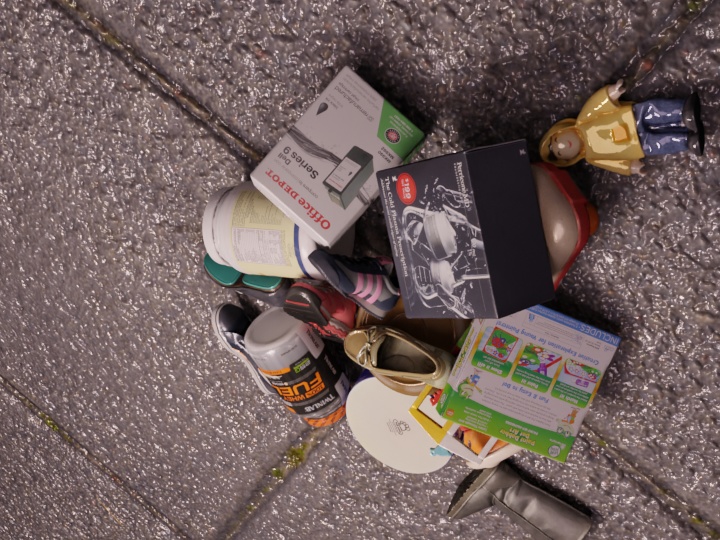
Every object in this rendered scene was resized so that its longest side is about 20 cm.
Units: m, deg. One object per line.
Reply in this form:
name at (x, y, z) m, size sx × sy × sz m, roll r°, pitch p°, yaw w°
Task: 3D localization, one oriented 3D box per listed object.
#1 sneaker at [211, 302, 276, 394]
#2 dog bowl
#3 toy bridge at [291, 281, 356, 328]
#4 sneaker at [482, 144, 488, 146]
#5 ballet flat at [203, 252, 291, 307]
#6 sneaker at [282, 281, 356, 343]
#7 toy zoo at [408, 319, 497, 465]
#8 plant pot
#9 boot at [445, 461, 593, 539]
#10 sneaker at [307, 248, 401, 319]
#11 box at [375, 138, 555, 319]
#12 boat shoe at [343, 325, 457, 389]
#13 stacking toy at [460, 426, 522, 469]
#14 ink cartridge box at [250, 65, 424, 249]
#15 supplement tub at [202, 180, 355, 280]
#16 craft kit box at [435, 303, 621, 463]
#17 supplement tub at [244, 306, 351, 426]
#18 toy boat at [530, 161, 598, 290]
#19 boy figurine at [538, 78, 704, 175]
sneaker at (-0.175, 0.131, 1.541) m, size 0.079 × 0.079 × 0.200 m, roll -12°, pitch 124°, yaw 40°
dog bowl at (0.079, 0.234, 1.460) m, size 0.199 × 0.079 × 0.201 m, roll 15°, pitch 126°, yaw 21°
toy bridge at (-0.081, 0.045, 1.463) m, size 0.200 × 0.027 × 0.067 m, roll 47°, pitch 133°, yaw -4°
sneaker at (0.160, -0.086, 1.226) m, size 0.080 × 0.071 × 0.201 m, roll 19°, pitch 131°, yaw -1°
ballet flat at (-0.184, 0.018, 1.470) m, size 0.199 × 0.073 × 0.073 m, roll 18°, pitch 128°, yaw 40°
sneaker at (-0.057, 0.045, 1.352) m, size 0.073 × 0.087 × 0.200 m, roll 12°, pitch 163°, yaw 23°
toy zoo at (0.161, 0.188, 1.288) m, size 0.131 × 0.020 × 0.200 m, roll 37°, pitch 95°, yaw 11°
plant pot at (0.076, 0.095, 1.351) m, size 0.199 × 0.027 × 0.201 m, roll 2°, pitch 94°, yaw 26°
boot at (0.262, 0.411, 1.485) m, size 0.199 × 0.073 × 0.182 m, roll 32°, pitch 132°, yaw -1°
sneaker at (0.000, 0.000, 1.267) m, size 0.082 × 0.200 × 0.070 m, roll -47°, pitch 55°, yaw 5°
box at (0.128, -0.048, 1.106) m, size 0.182 × 0.104 × 0.201 m, roll -5°, pitch 99°, yaw 55°
boat shoe at (0.049, 0.123, 1.299) m, size 0.200 × 0.063 × 0.074 m, roll 19°, pitch 87°, yaw 37°
stacking toy at (0.187, 0.190, 1.363) m, size 0.146 × 0.146 × 0.201 m, roll -36°, pitch 80°, yaw 40°
ink cartridge box at (-0.031, -0.149, 1.201) m, size 0.146 × 0.084 × 0.200 m, roll 41°, pitch 87°, yaw 0°
supplement tub at (-0.124, -0.063, 1.342) m, size 0.199 × 0.145 × 0.146 m, roll 5°, pitch 122°, yaw 27°
craft kit box at (0.234, 0.144, 1.232) m, size 0.199 × 0.049 × 0.198 m, roll 22°, pitch 94°, yaw -11°
supplement tub at (-0.096, 0.159, 1.469) m, size 0.122 × 0.123 × 0.200 m, roll -8°, pitch 128°, yaw 33°
toy boat at (0.253, -0.054, 1.152) m, size 0.131 × 0.130 × 0.200 m, roll 62°, pitch 155°, yaw 26°
boy figurine at (0.312, -0.171, 1.079) m, size 0.199 × 0.064 × 0.125 m, roll -2°, pitch 121°, yaw 28°
